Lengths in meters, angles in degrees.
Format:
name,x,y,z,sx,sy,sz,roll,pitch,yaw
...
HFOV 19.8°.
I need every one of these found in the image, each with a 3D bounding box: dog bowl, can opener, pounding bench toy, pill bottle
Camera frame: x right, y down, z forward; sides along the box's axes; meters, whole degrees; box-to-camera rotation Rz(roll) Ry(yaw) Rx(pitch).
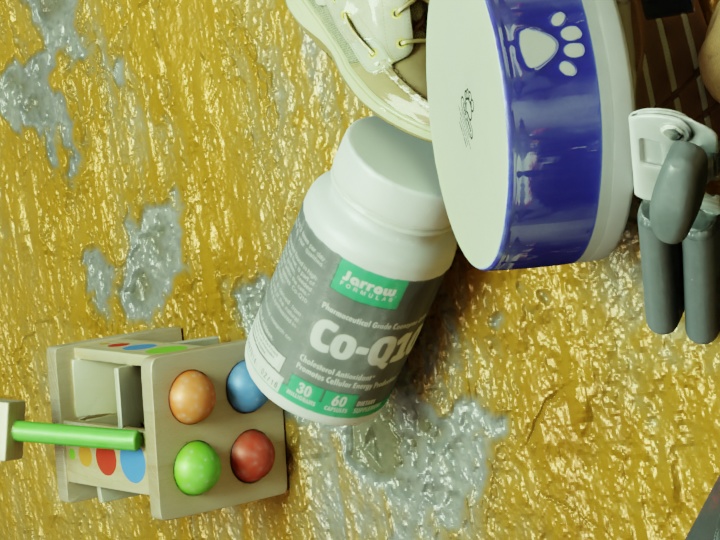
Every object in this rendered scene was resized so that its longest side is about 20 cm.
name,x,y,z,sx,sy,sz,roll,pitch,yaw
dog bowl,0.101,-0.101,1.265,0.200,0.078,0.201,173,90,-79
can opener,0.182,-0.020,1.199,0.052,0.067,0.200,16,150,22
pounding bench toy,-0.173,0.121,1.583,0.156,0.199,0.125,3,99,48
pill bottle,0.000,0.000,1.435,0.113,0.113,0.201,46,129,32

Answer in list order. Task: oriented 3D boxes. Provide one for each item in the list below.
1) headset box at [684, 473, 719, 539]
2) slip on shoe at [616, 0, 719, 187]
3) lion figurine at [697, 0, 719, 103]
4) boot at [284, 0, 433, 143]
name,x,y,z,sx,sy,sz,roll,pitch,yaw
headset box,0.276,0.160,1.185,0.149,0.077,0.201,45,125,33
slip on shoe,0.170,-0.137,1.255,0.061,0.076,0.201,-14,87,62
lion figurine,0.241,-0.091,1.198,0.123,0.072,0.201,-53,44,51
boot,0.038,-0.194,1.395,0.200,0.072,0.155,49,127,31
